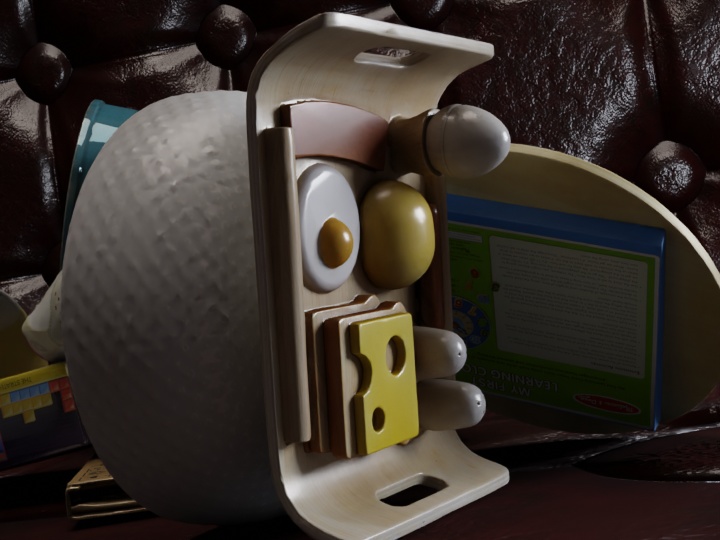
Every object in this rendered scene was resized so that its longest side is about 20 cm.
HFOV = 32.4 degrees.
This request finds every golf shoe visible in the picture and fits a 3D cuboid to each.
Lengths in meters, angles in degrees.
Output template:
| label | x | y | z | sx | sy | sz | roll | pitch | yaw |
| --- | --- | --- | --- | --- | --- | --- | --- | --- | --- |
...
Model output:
| label | x | y | z | sx | sy | sz | roll | pitch | yaw |
| --- | --- | --- | --- | --- | --- | --- | --- | --- | --- |
| golf shoe | -0.147 | -0.004 | 0.800 | 0.091 | 0.076 | 0.200 | -32 | 7 | 27 |

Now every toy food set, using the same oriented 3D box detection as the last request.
| label | x | y | z | sx | sy | sz | roll | pitch | yaw |
| --- | --- | --- | --- | --- | --- | --- | --- | --- | --- |
| toy food set | 0.022 | 0.002 | 0.514 | 0.060 | 0.201 | 0.143 | -2 | 3 | 32 |

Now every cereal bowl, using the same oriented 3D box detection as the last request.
| label | x | y | z | sx | sy | sz | roll | pitch | yaw |
| --- | --- | --- | --- | --- | --- | --- | --- | --- | --- |
| cereal bowl | -0.037 | 0.015 | 0.558 | 0.083 | 0.202 | 0.200 | -4 | 1 | 29 |

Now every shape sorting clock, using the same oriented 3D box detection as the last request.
| label | x | y | z | sx | sy | sz | roll | pitch | yaw |
| --- | --- | --- | --- | --- | --- | --- | --- | --- | --- |
| shape sorting clock | 0.090 | 0.014 | 0.637 | 0.199 | 0.201 | 0.039 | -9 | 34 | 36 |

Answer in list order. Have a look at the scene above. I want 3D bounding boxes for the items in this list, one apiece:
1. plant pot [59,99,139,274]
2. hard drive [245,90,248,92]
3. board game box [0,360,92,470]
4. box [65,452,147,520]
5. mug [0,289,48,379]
| label | x | y | z | sx | sy | sz | roll | pitch | yaw |
| --- | --- | --- | --- | --- | --- | --- | --- | --- | --- |
| plant pot | -0.139 | -0.029 | 1.033 | 0.187 | 0.202 | 0.200 | 7 | -2 | -5 |
| hard drive | -0.060 | -0.078 | 0.963 | 0.200 | 0.140 | 0.038 | -36 | -16 | -40 |
| board game box | -0.238 | 0.105 | 0.823 | 0.199 | 0.057 | 0.165 | -16 | -3 | 13 |
| box | -0.080 | 0.110 | 0.730 | 0.162 | 0.021 | 0.200 | -7 | -2 | -7 |
| mug | -0.357 | 0.116 | 1.041 | 0.152 | 0.187 | 0.150 | -18 | 28 | 22 |
